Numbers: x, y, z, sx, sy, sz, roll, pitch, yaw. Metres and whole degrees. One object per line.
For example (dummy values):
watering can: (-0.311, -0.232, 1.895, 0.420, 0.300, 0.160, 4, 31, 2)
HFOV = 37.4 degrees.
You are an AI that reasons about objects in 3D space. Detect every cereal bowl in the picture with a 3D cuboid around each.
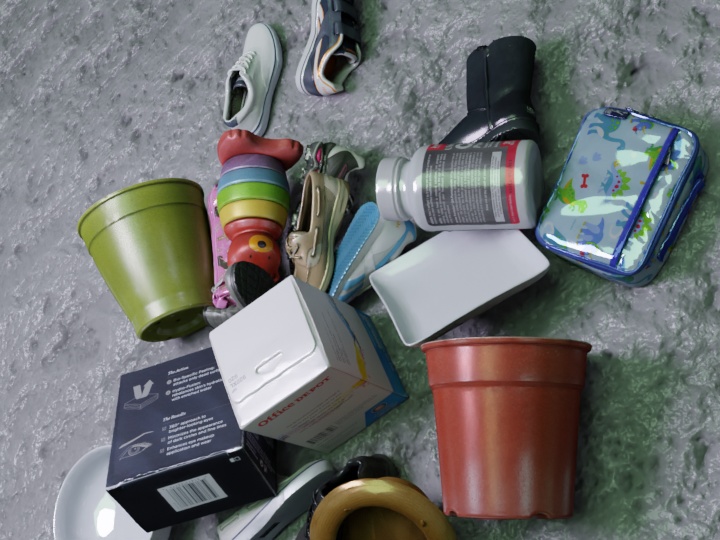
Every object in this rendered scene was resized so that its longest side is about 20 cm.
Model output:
cereal bowl: (-0.347, 0.357, 1.545, 0.199, 0.083, 0.201, -12, 67, 29)

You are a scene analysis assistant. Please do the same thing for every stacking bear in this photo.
stacking bear: (-0.150, -0.079, 1.502, 0.114, 0.121, 0.201, 141, 133, -57)

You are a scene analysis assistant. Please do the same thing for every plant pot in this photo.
plant pot: (0.168, 0.184, 1.227, 0.200, 0.200, 0.197, -5, 78, 31)
plant pot: (-0.299, -0.004, 1.596, 0.200, 0.200, 0.194, -29, 72, 21)

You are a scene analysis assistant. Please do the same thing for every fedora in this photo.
fedora: (0.036, 0.317, 1.292, 0.200, 0.201, 0.082, -19, 21, 26)

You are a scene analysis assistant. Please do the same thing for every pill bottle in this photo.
pill bottle: (0.125, -0.106, 1.347, 0.199, 0.111, 0.111, -1, 72, 21)

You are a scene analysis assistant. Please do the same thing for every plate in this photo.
plate: (0.123, 0.010, 1.342, 0.199, 0.032, 0.200, -29, 29, 0)

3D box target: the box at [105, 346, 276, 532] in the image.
box: (-0.221, 0.219, 1.435, 0.196, 0.118, 0.201, -18, 42, 12)

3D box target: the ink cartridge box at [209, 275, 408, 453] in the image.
ink cartridge box: (-0.067, 0.126, 1.379, 0.147, 0.200, 0.145, -35, 58, 16)

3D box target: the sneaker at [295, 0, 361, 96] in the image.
sneaker: (-0.033, -0.359, 1.609, 0.079, 0.078, 0.201, 14, 92, 40)

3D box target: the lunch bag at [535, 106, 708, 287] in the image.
lunch bag: (0.319, -0.091, 1.290, 0.160, 0.082, 0.201, 27, 89, 33)

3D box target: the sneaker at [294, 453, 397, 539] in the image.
sneaker: (-0.040, 0.314, 1.364, 0.076, 0.091, 0.201, 36, 95, 34)

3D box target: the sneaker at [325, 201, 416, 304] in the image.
sneaker: (0.000, 0.000, 1.459, 0.200, 0.080, 0.077, -53, 35, 31)

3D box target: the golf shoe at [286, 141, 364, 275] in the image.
golf shoe: (-0.055, -0.082, 1.522, 0.077, 0.088, 0.201, -107, 31, -72)

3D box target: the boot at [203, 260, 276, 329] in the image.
boot: (-0.167, 0.058, 1.471, 0.130, 0.200, 0.068, -6, 60, 26)

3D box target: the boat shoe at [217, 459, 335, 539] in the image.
boat shoe: (-0.119, 0.308, 1.432, 0.200, 0.071, 0.070, -46, 58, 18)

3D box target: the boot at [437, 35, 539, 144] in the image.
boot: (0.158, -0.212, 1.439, 0.200, 0.076, 0.169, -27, 48, 38)

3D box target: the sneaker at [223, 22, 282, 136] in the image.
sneaker: (-0.173, -0.308, 1.680, 0.073, 0.071, 0.201, -7, 70, 30)

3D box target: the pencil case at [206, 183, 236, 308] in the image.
pencil case: (-0.181, -0.033, 1.577, 0.082, 0.087, 0.201, -15, 62, 15)

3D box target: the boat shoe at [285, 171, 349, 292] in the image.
boat shoe: (-0.073, -0.034, 1.455, 0.071, 0.064, 0.201, 3, 78, 62)
